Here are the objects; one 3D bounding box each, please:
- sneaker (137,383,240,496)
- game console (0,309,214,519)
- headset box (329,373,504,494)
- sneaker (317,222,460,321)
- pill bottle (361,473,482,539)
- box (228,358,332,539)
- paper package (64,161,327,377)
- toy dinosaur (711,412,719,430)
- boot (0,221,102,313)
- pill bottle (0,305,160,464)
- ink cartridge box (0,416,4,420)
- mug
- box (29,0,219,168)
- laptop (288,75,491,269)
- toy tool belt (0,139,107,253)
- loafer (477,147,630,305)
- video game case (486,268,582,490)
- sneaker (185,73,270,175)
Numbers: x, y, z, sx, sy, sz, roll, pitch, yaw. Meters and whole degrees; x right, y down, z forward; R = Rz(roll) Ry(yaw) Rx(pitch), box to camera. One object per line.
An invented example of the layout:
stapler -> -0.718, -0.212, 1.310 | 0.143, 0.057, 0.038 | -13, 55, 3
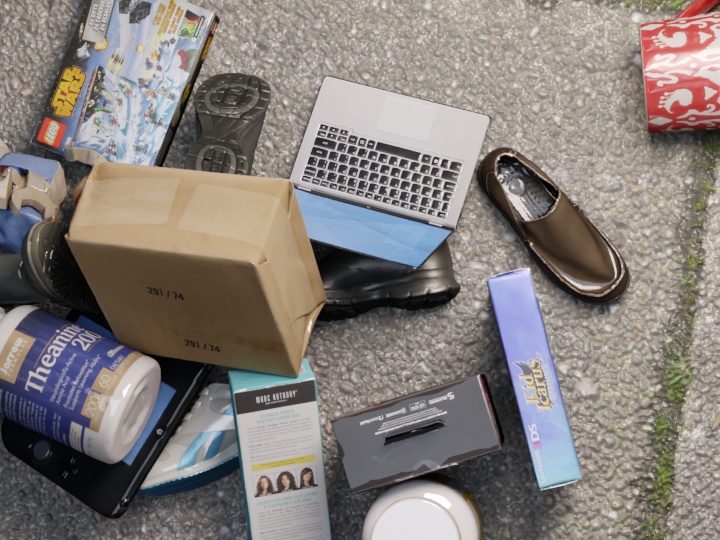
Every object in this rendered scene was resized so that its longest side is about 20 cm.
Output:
sneaker -> -0.151, 0.166, 1.574 | 0.199, 0.077, 0.081 | -28, 74, -3
game console -> -0.262, 0.129, 1.570 | 0.176, 0.031, 0.201 | 27, 82, 29
headset box -> 0.059, 0.156, 1.482 | 0.148, 0.200, 0.078 | -18, 84, 6
sneaker -> 0.000, 0.000, 1.574 | 0.198, 0.076, 0.091 | -6, 75, -1
pill bottle -> 0.060, 0.254, 1.473 | 0.110, 0.200, 0.112 | -1, 85, 7
box -> -0.079, 0.192, 1.518 | 0.082, 0.049, 0.201 | -9, 113, -10
paper package -> -0.151, -0.001, 1.458 | 0.199, 0.191, 0.104 | 6, 53, 18
toy dinosaur -> 0.435, 0.092, 1.515 | 0.199, 0.058, 0.102 | -17, 85, 5
boot -> -0.373, 0.000, 1.547 | 0.199, 0.182, 0.073 | 7, 66, 14
pill bottle -> -0.306, 0.101, 1.500 | 0.199, 0.111, 0.112 | 22, 88, 9
ink cartridge box -> -0.473, 0.122, 1.558 | 0.198, 0.174, 0.044 | 8, 87, 7
mug -> 0.381, -0.210, 1.531 | 0.198, 0.178, 0.134 | -6, 121, 10
box -> -0.249, -0.201, 1.626 | 0.136, 0.040, 0.201 | 22, 88, 7
laptop -> 0.009, -0.103, 1.527 | 0.186, 0.116, 0.201 | 16, 78, 14
toy tool belt -> -0.358, -0.062, 1.579 | 0.199, 0.123, 0.126 | 9, 126, 10
loafer -> 0.191, -0.044, 1.547 | 0.200, 0.071, 0.073 | 45, 91, 8
video game case -> 0.167, 0.105, 1.482 | 0.045, 0.181, 0.201 | -14, 84, 5
sneaker -> -0.140, -0.121, 1.560 | 0.075, 0.091, 0.201 | 12, 48, 2
